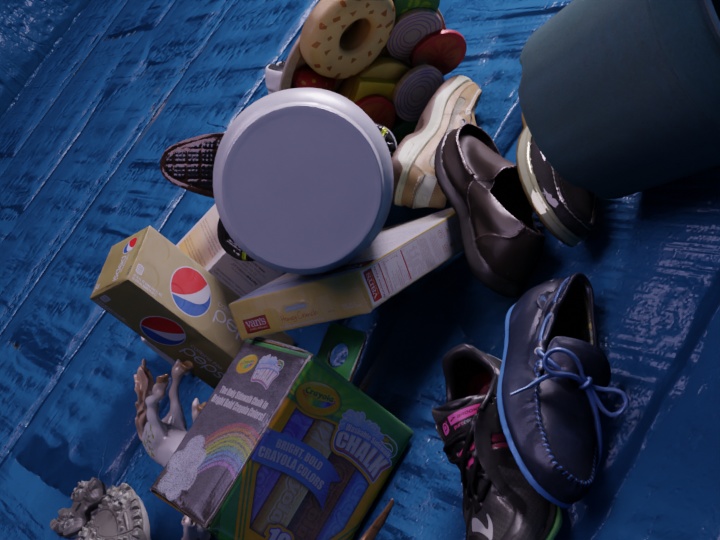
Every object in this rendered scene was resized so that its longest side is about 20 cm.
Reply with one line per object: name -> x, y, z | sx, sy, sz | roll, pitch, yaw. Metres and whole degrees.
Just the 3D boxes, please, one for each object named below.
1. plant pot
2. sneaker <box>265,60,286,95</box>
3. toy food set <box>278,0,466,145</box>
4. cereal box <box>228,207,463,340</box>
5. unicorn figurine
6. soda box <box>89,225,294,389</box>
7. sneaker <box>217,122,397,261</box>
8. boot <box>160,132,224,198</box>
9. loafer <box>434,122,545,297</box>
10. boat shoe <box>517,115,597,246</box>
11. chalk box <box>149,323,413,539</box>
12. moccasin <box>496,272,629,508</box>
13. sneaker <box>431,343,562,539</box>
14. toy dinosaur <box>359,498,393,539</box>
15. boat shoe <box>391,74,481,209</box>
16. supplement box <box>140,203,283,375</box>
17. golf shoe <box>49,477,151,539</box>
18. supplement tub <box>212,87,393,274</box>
plant pot -> 0.230, -0.153, 0.870 | 0.196, 0.200, 0.201 | -25, 36, 51
sneaker -> -0.009, -0.173, 1.261 | 0.075, 0.198, 0.082 | -145, 58, -59
toy food set -> 0.012, -0.189, 1.171 | 0.049, 0.197, 0.201 | 48, 129, 40
cereal box -> 0.000, 0.000, 1.039 | 0.143, 0.040, 0.200 | -14, 10, 37
unicorn figurine -> -0.160, 0.174, 1.119 | 0.200, 0.073, 0.138 | 47, 127, 56
soda box -> -0.158, 0.049, 1.161 | 0.064, 0.200, 0.068 | -24, 38, 39
sneaker -> -0.046, -0.069, 1.158 | 0.199, 0.076, 0.076 | -29, -3, 12
boot -> -0.114, -0.109, 1.325 | 0.097, 0.198, 0.075 | 15, -103, -82
loafer -> 0.120, -0.064, 1.027 | 0.071, 0.073, 0.201 | -49, 36, 29
boat shoe -> 0.173, -0.104, 0.989 | 0.066, 0.072, 0.202 | -34, 28, 29
chalk box -> -0.053, 0.138, 0.989 | 0.201, 0.124, 0.124 | -57, 27, -13
moccasin -> 0.137, 0.069, 0.837 | 0.068, 0.080, 0.201 | -40, 30, 30
sneaker -> 0.084, 0.131, 0.837 | 0.077, 0.084, 0.201 | -39, 31, 23
toy dinosaur -> -0.030, 0.272, 0.884 | 0.105, 0.061, 0.201 | -5, 53, 21
boat shoe -> 0.088, -0.116, 1.153 | 0.072, 0.076, 0.200 | 97, -162, -44
supplement box -> -0.163, 0.003, 1.356 | 0.200, 0.073, 0.126 | -46, 28, 5
golf shoe -> -0.215, 0.248, 1.113 | 0.078, 0.097, 0.200 | -52, 19, -14
supplement tub -> -0.046, -0.076, 0.989 | 0.145, 0.145, 0.200 | -47, 7, 6
